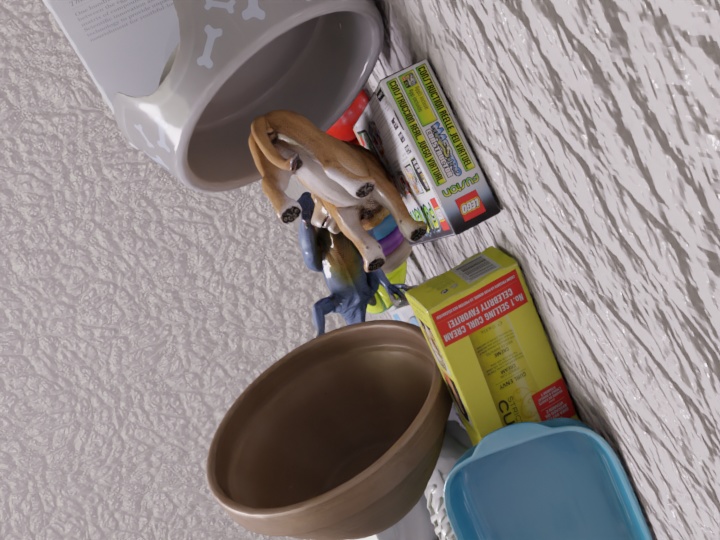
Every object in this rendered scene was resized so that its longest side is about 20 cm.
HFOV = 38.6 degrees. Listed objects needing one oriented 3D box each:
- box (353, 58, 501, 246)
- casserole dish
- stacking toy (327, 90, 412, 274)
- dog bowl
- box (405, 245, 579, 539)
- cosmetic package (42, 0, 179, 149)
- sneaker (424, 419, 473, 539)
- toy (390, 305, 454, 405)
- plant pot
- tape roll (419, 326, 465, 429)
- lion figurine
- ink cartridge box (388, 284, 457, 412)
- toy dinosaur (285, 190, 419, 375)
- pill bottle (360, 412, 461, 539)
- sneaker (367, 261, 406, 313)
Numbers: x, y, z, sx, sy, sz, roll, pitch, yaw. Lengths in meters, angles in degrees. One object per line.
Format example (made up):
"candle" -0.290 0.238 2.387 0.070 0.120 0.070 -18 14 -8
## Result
"box" 0.041 -0.076 0.742 0.111 0.035 0.200 64 175 -2
"casserole dish" 0.133 0.181 0.695 0.039 0.120 0.201 -77 -35 -69
"stacking toy" -0.007 -0.087 0.949 0.201 0.085 0.086 74 168 -46
"dog bowl" -0.068 -0.133 0.699 0.059 0.200 0.200 50 171 16
"box" 0.105 0.089 0.719 0.201 0.075 0.050 67 172 -19
"cosmetic package" -0.122 -0.220 0.736 0.123 0.198 0.200 62 174 20
"sneaker" 0.089 0.197 0.799 0.200 0.080 0.077 46 159 32
"toy" 0.069 0.088 0.989 0.116 0.047 0.200 61 162 0
"plant pot" -0.011 0.137 0.787 0.093 0.200 0.201 60 177 -28
"tape roll" 0.097 0.138 0.873 0.200 0.048 0.201 45 157 26
"lion figurine" -0.026 -0.069 0.707 0.123 0.072 0.200 54 -175 31
"ink cartridge box" 0.092 0.106 1.071 0.200 0.057 0.163 -119 4 -79
"toy dinosaur" 0.000 0.000 0.925 0.182 0.104 0.201 76 -177 -53
"pill bottle" 0.037 0.219 0.996 0.200 0.111 0.112 -27 -90 -54
"sneaker" 0.008 -0.024 1.144 0.084 0.074 0.201 72 180 -45
